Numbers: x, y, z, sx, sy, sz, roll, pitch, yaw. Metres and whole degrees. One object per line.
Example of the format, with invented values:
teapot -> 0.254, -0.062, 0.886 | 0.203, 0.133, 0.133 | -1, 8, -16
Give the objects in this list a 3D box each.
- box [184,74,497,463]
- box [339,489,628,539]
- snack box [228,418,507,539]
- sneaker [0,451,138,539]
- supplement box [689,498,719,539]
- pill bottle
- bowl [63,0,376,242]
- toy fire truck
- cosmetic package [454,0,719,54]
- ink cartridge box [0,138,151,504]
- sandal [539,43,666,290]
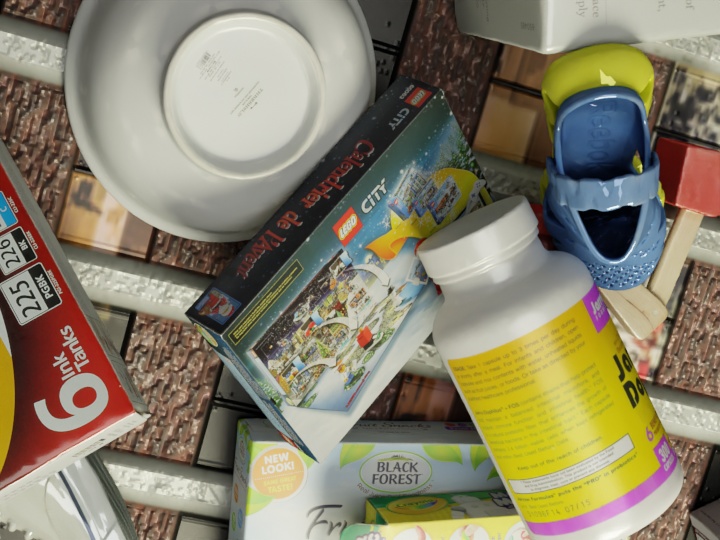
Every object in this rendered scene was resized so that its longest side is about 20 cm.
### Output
box -> 0.000, 0.000, 0.866 | 0.200, 0.038, 0.137 | -48, 135, -16
box -> 0.074, 0.206, 0.927 | 0.198, 0.048, 0.119 | 0, 103, -20
snack box -> 0.013, 0.175, 0.954 | 0.198, 0.053, 0.144 | 2, 101, -16
sneaker -> -0.195, 0.140, 0.888 | 0.070, 0.073, 0.201 | -28, 98, -5
supplement box -> 0.326, 0.253, 1.049 | 0.108, 0.061, 0.202 | -23, 108, -9
pill bottle -> 0.110, 0.061, 0.855 | 0.104, 0.104, 0.201 | -28, 99, -7
bowl -> -0.075, -0.109, 0.848 | 0.199, 0.090, 0.203 | -3, 103, -15
toy fire truck -> 0.160, 0.009, 0.956 | 0.140, 0.049, 0.202 | 5, 101, -15
cosmetic package -> 0.168, -0.227, 0.843 | 0.198, 0.165, 0.167 | -7, 105, -12
ink cartridge box -> -0.244, 0.039, 0.806 | 0.175, 0.084, 0.201 | -30, 85, -5
sandal -> 0.142, -0.038, 0.831 | 0.079, 0.088, 0.200 | -8, 148, 12
